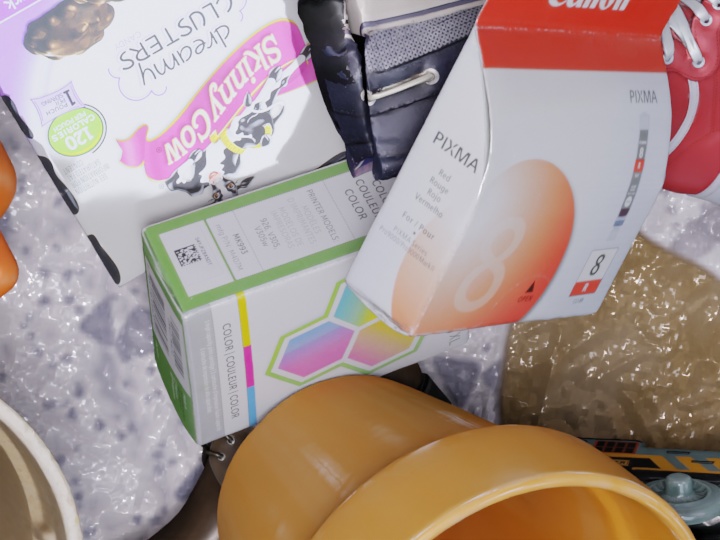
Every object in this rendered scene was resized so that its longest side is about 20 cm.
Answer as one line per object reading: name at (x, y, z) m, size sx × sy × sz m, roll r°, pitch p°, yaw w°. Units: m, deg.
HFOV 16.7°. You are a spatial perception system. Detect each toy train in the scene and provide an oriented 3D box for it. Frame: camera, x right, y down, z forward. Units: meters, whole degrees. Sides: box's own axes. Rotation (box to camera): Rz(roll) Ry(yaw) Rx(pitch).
toy train at (0.163, 0.128, 1.219) m, size 0.200 × 0.114 × 0.085 m, roll 0°, pitch 109°, yaw 16°

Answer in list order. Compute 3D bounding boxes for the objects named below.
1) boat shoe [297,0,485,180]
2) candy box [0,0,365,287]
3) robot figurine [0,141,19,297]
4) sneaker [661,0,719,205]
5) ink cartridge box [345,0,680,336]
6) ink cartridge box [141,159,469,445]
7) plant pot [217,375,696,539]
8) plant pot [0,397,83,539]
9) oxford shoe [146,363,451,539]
boat shoe at (0.069, -0.102, 1.132) m, size 0.200 × 0.075 × 0.093 m, roll -15°, pitch 103°, yaw -20°
candy box at (-0.093, -0.121, 1.145) m, size 0.168 × 0.072 × 0.200 m, roll -30°, pitch 110°, yaw -1°
robot figurine at (-0.228, -0.065, 1.083) m, size 0.144 × 0.117 × 0.200 m, roll -19°, pitch 74°, yaw -40°
sneaker at (0.165, -0.134, 1.186) m, size 0.112 × 0.071 × 0.200 m, roll 12°, pitch 106°, yaw -23°
ink cartridge box at (0.095, -0.067, 1.084) m, size 0.162 × 0.050 × 0.200 m, roll -5°, pitch 130°, yaw -54°
ink cartridge box at (0.000, 0.000, 1.166) m, size 0.200 × 0.059 × 0.104 m, roll -20°, pitch 145°, yaw -15°
plant pot at (0.027, 0.140, 1.121) m, size 0.200 × 0.183 × 0.200 m, roll -13°, pitch 119°, yaw -24°
plant pot at (-0.238, 0.111, 1.124) m, size 0.200 × 0.183 × 0.201 m, roll -3°, pitch 103°, yaw -14°
oxford shoe at (-0.057, 0.097, 1.223) m, size 0.200 × 0.073 × 0.084 m, roll -40°, pitch 107°, yaw -10°
